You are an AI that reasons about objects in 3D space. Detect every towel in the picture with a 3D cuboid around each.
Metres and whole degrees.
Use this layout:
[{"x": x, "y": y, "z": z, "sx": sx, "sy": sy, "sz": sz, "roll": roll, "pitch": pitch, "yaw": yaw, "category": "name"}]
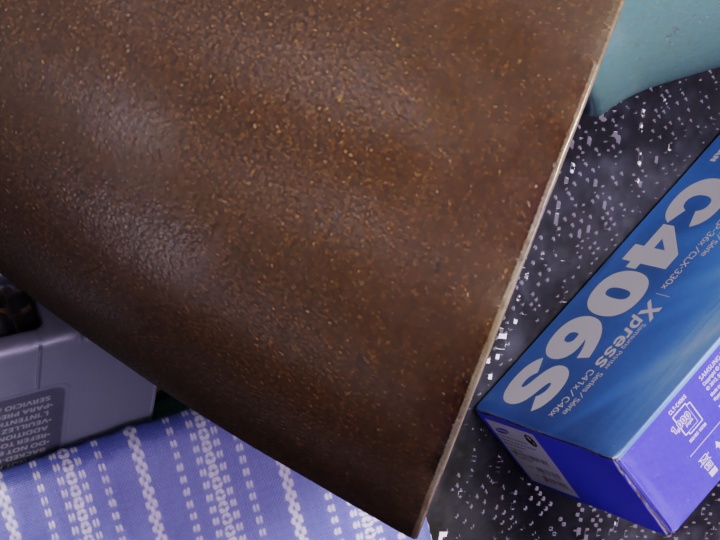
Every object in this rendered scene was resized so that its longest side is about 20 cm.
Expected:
[{"x": -0.069, "y": 0.121, "z": 0.808, "sx": 0.199, "sy": 0.024, "sz": 0.146, "roll": -18, "pitch": 100, "yaw": -15, "category": "towel"}]

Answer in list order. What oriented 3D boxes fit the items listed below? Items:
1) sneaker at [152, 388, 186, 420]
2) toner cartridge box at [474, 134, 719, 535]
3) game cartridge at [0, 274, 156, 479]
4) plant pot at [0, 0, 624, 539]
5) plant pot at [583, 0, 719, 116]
[{"x": -0.093, "y": 0.126, "z": 0.866, "sx": 0.077, "sy": 0.079, "sz": 0.201, "roll": 42, "pitch": 76, "yaw": -29, "category": "sneaker"}, {"x": 0.141, "y": 0.003, "z": 0.974, "sx": 0.200, "sy": 0.095, "sz": 0.043, "roll": -47, "pitch": 118, "yaw": -16, "category": "toner cartridge box"}, {"x": -0.160, "y": 0.061, "z": 0.785, "sx": 0.199, "sy": 0.133, "sz": 0.042, "roll": -14, "pitch": 62, "yaw": -20, "category": "game cartridge"}, {"x": -0.042, "y": -0.052, "z": 0.710, "sx": 0.199, "sy": 0.187, "sz": 0.188, "roll": 22, "pitch": 87, "yaw": 4, "category": "plant pot"}, {"x": 0.116, "y": -0.158, "z": 0.876, "sx": 0.187, "sy": 0.200, "sz": 0.201, "roll": -33, "pitch": 115, "yaw": -1, "category": "plant pot"}]
